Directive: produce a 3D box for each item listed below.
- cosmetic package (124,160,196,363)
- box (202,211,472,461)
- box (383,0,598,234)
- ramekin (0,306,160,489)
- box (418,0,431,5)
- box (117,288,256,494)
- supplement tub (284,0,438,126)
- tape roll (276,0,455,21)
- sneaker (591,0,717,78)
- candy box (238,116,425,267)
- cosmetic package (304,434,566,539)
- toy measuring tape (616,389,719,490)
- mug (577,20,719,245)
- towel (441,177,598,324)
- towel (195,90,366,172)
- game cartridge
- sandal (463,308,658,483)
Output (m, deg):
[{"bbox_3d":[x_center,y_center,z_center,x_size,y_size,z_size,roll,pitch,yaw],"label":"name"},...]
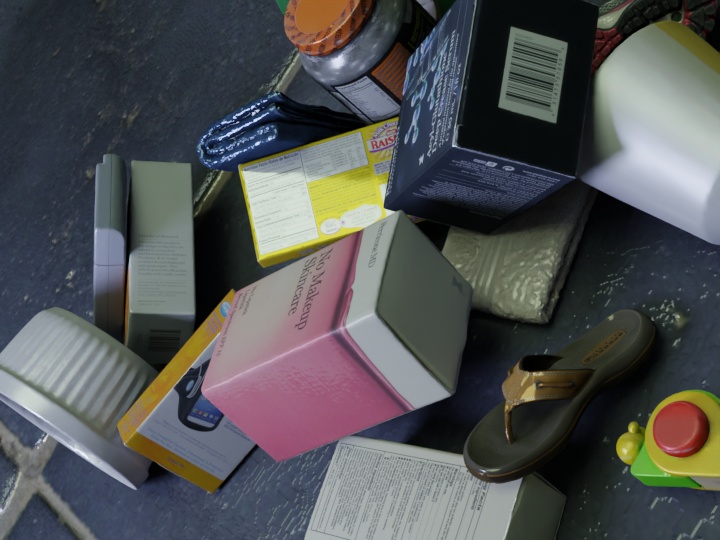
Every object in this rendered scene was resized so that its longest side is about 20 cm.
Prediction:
[{"bbox_3d":[-0.218,-0.010,1.406,0.102,0.071,0.201,108,160,-52],"label":"cosmetic package"},{"bbox_3d":[-0.019,0.059,1.110,0.199,0.109,0.128,-26,32,33],"label":"box"},{"bbox_3d":[0.104,-0.132,1.087,0.200,0.106,0.150,140,141,-71],"label":"box"},{"bbox_3d":[-0.279,0.125,1.327,0.199,0.200,0.105,18,68,45],"label":"ramekin"},{"bbox_3d":[0.011,-0.361,1.361,0.127,0.200,0.110,-5,62,38],"label":"box"},{"bbox_3d":[-0.126,0.110,1.252,0.200,0.119,0.041,-50,35,4],"label":"box"},{"bbox_3d":[0.024,-0.206,1.257,0.122,0.200,0.124,-21,52,29],"label":"supplement tub"},{"bbox_3d":[0.013,-0.286,1.315,0.199,0.200,0.049,-8,59,37],"label":"tape roll"},{"bbox_3d":[0.230,-0.202,1.174,0.199,0.081,0.075,-19,15,26],"label":"sneaker"},{"bbox_3d":[-0.010,-0.078,1.213,0.198,0.026,0.103,-16,67,7],"label":"candy box"},{"bbox_3d":[0.059,0.205,1.072,0.199,0.071,0.106,6,68,42],"label":"cosmetic package"},{"bbox_3d":[0.277,0.122,0.940,0.199,0.073,0.074,-5,62,39],"label":"toy measuring tape"},{"bbox_3d":[0.281,-0.113,1.030,0.153,0.149,0.187,42,101,38],"label":"mug"},{"bbox_3d":[0.148,-0.051,1.179,0.132,0.034,0.201,9,72,44],"label":"towel"},{"bbox_3d":[-0.068,-0.130,1.296,0.111,0.199,0.049,-20,81,29],"label":"towel"},{"bbox_3d":[-0.275,-0.010,1.424,0.201,0.041,0.134,103,160,-47],"label":"game cartridge"},{"bbox_3d":[0.154,0.088,1.028,0.199,0.055,0.082,-38,28,-13],"label":"sandal"}]
